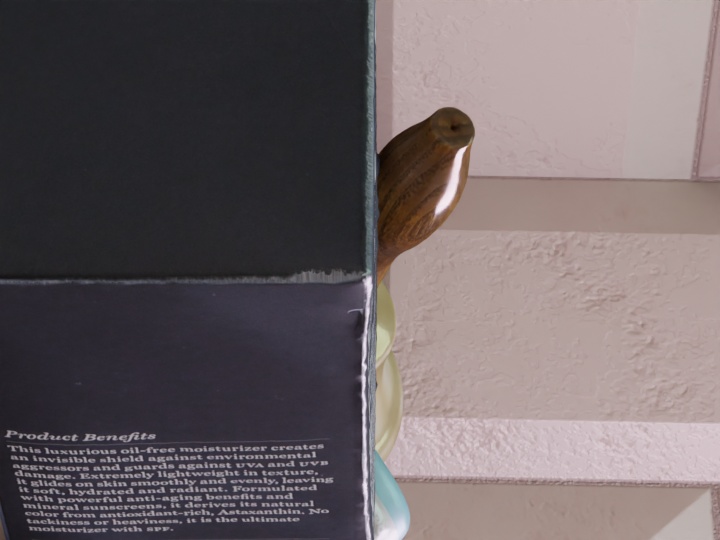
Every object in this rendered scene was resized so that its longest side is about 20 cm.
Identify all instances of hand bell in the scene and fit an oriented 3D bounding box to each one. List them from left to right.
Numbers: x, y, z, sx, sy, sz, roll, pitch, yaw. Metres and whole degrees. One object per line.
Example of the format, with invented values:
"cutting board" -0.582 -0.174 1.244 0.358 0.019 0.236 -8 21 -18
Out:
"hand bell" 0.000 0.000 0.995 0.200 0.104 0.105 126 -30 -56

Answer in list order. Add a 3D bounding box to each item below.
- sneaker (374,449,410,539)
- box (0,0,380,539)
"sneaker" -0.084 0.092 0.954 0.080 0.130 0.200 57 -22 -20
"box" -0.054 -0.038 0.825 0.199 0.123 0.201 91 -1 -61
